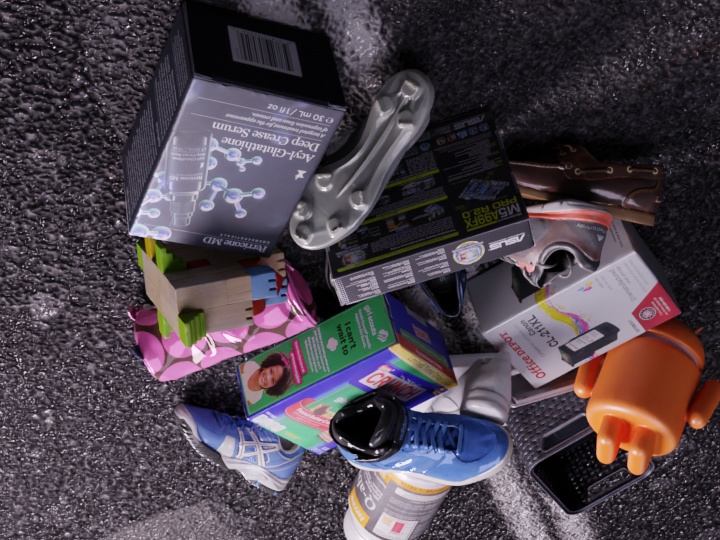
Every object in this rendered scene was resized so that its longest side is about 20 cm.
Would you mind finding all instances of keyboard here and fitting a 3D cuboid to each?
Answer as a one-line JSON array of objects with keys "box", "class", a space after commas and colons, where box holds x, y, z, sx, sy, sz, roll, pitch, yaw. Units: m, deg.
[{"box": [0.253, 0.128, 1.613, 0.198, 0.056, 0.011, -12, 117, -26], "class": "keyboard"}]

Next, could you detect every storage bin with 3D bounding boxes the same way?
[{"box": [0.282, 0.220, 1.707, 0.134, 0.094, 0.200, -31, 142, 9], "class": "storage bin"}]

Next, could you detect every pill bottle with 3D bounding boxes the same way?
[{"box": [0.050, 0.284, 1.721, 0.115, 0.117, 0.201, 5, 135, -20], "class": "pill bottle"}]

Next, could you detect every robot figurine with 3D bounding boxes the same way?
[{"box": [0.338, 0.136, 1.554, 0.116, 0.202, 0.143, 41, 151, -27], "class": "robot figurine"}]

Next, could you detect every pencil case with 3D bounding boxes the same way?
[{"box": [-0.149, 0.049, 1.437, 0.198, 0.091, 0.095, -21, 104, 5], "class": "pencil case"}]

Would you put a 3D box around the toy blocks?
[{"box": [-0.136, 0.009, 1.325, 0.135, 0.200, 0.101, -10, 109, -19], "class": "toy blocks"}]

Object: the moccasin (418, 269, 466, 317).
[{"box": [0.081, -0.025, 1.423, 0.080, 0.069, 0.200, -23, 138, 11], "class": "moccasin"}]

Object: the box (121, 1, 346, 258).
[{"box": [-0.123, -0.125, 1.230, 0.147, 0.108, 0.201, 9, 135, -24], "class": "box"}]

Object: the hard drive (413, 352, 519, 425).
[{"box": [0.138, 0.151, 1.645, 0.197, 0.027, 0.133, -1, 138, -26], "class": "hard drive"}]

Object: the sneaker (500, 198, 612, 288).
[{"box": [0.174, -0.023, 1.386, 0.076, 0.083, 0.199, 15, 167, -35], "class": "sneaker"}]

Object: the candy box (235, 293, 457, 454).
[{"box": [-0.012, 0.119, 1.493, 0.198, 0.078, 0.169, -29, 149, 16], "class": "candy box"}]

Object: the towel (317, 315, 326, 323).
[{"box": [-0.020, 0.126, 1.601, 0.198, 0.031, 0.149, 21, 130, -36], "class": "towel"}]

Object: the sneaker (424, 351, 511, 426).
[{"box": [0.134, 0.146, 1.548, 0.074, 0.089, 0.200, 24, 158, -11], "class": "sneaker"}]

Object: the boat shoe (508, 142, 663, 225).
[{"box": [0.223, -0.099, 1.388, 0.197, 0.070, 0.071, 10, 98, -15], "class": "boat shoe"}]

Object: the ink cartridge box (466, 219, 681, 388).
[{"box": [0.244, 0.032, 1.520, 0.199, 0.084, 0.146, -30, 136, 18], "class": "ink cartridge box"}]

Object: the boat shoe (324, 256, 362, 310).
[{"box": [0.000, 0.000, 1.436, 0.073, 0.061, 0.201, -11, 139, -5], "class": "boat shoe"}]

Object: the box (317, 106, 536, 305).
[{"box": [0.056, -0.065, 1.304, 0.197, 0.162, 0.044, -18, 140, 4], "class": "box"}]

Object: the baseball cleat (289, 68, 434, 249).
[{"box": [0.011, -0.102, 1.276, 0.201, 0.070, 0.106, -50, 171, 11], "class": "baseball cleat"}]

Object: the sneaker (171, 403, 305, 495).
[{"box": [-0.150, 0.202, 1.624, 0.077, 0.076, 0.199, -50, 131, 7], "class": "sneaker"}]

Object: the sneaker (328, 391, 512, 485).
[{"box": [0.062, 0.182, 1.445, 0.197, 0.078, 0.111, 2, 159, 20], "class": "sneaker"}]
